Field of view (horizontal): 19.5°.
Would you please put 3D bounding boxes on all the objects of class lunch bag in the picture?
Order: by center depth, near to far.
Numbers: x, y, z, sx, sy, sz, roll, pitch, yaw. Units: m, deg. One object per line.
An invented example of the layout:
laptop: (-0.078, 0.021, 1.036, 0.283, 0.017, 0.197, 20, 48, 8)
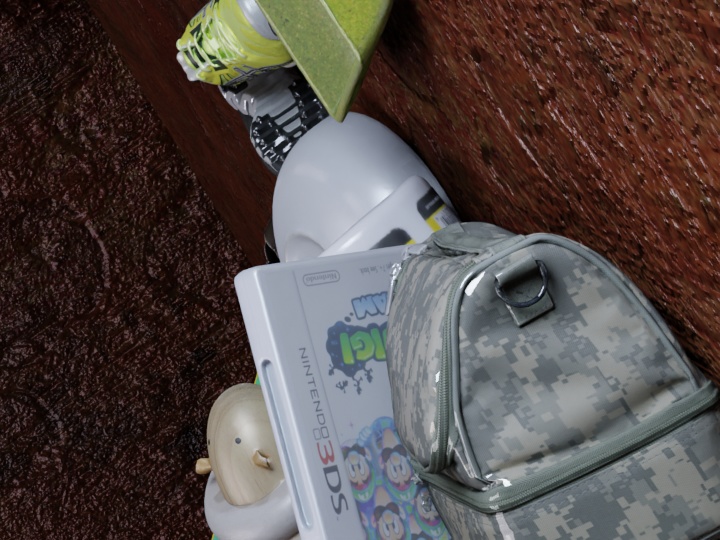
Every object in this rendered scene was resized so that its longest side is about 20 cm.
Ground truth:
lunch bag: (0.085, 0.058, 1.022, 0.200, 0.138, 0.169, -164, 51, -82)

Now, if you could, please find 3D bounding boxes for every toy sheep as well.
toy sheep: (-0.013, 0.134, 1.165, 0.200, 0.138, 0.138, 44, 180, -26)

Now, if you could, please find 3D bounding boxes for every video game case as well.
video game case: (0.034, 0.077, 1.125, 0.024, 0.199, 0.184, -23, 79, 45)

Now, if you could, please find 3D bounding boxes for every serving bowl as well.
serving bowl: (0.000, 0.000, 1.383, 0.200, 0.065, 0.201, 42, 147, 35)

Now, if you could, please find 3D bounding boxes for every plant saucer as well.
plant saucer: (-0.042, -0.188, 1.125, 0.201, 0.048, 0.200, 57, 173, 2)

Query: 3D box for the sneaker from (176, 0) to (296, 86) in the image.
sneaker: (-0.085, -0.160, 1.471, 0.076, 0.076, 0.200, 58, 173, 0)

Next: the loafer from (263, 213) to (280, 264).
loafer: (-0.062, -0.020, 2.027, 0.073, 0.071, 0.200, 54, 173, 22)

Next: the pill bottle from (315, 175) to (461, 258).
pill bottle: (0.055, 0.054, 1.249, 0.200, 0.114, 0.114, 50, 174, -1)

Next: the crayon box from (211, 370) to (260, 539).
crayon box: (-0.034, 0.141, 1.317, 0.119, 0.058, 0.201, 71, -155, -45)

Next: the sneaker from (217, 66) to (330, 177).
sneaker: (-0.046, -0.098, 1.555, 0.091, 0.066, 0.200, 57, 178, -32)
